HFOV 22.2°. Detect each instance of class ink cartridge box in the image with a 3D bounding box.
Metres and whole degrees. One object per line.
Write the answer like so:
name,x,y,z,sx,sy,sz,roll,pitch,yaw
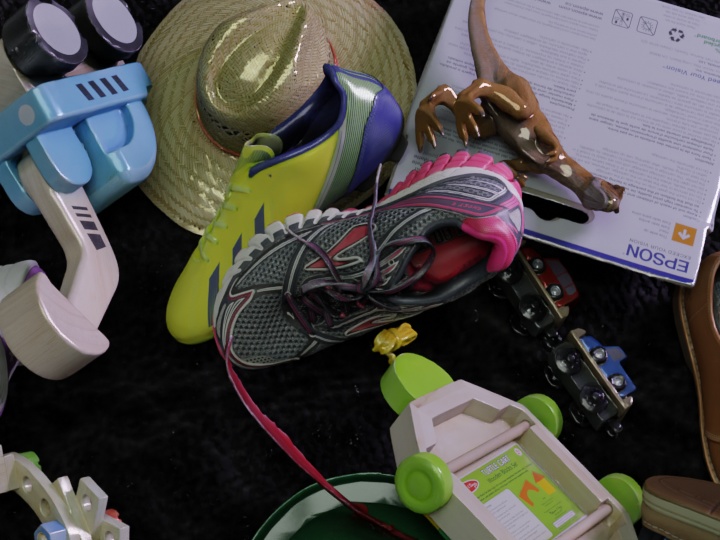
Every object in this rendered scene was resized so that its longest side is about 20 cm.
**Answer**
ink cartridge box,0.132,-0.091,1.139,0.197,0.041,0.202,18,61,6

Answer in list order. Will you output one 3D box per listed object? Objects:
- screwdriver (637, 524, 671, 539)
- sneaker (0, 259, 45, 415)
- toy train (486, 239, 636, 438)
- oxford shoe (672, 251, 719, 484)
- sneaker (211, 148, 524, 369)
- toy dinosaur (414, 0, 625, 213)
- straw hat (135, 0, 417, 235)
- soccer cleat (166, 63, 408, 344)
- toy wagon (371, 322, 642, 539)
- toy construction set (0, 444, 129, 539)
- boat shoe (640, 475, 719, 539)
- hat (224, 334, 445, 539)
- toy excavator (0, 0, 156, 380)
screwdriver,0.145,0.220,1.057,0.029,0.028,0.201,37,72,-32
sneaker,-0.245,0.047,1.054,0.098,0.200,0.076,-1,103,7
toy train,0.109,0.013,1.127,0.045,0.034,0.201,-25,71,-20
oxford shoe,0.236,0.084,1.077,0.071,0.071,0.202,-18,78,-7
sneaker,0.000,0.000,1.046,0.199,0.081,0.075,-29,26,16
toy dinosaur,0.083,-0.104,1.098,0.105,0.060,0.201,-11,65,-38
straw hat,-0.060,-0.121,1.147,0.198,0.085,0.203,-1,71,2
soccer cleat,-0.059,-0.042,1.096,0.200,0.083,0.065,-47,42,11
toy wagon,0.075,0.112,1.040,0.200,0.155,0.040,45,118,17
toy construction set,-0.229,0.131,1.029,0.199,0.130,0.093,9,78,-41
boat shoe,0.243,0.178,1.024,0.198,0.074,0.067,24,105,15
hat,-0.003,0.169,0.997,0.198,0.176,0.167,19,72,8
toy excavator,-0.173,-0.051,1.087,0.099,0.194,0.201,-33,88,29
